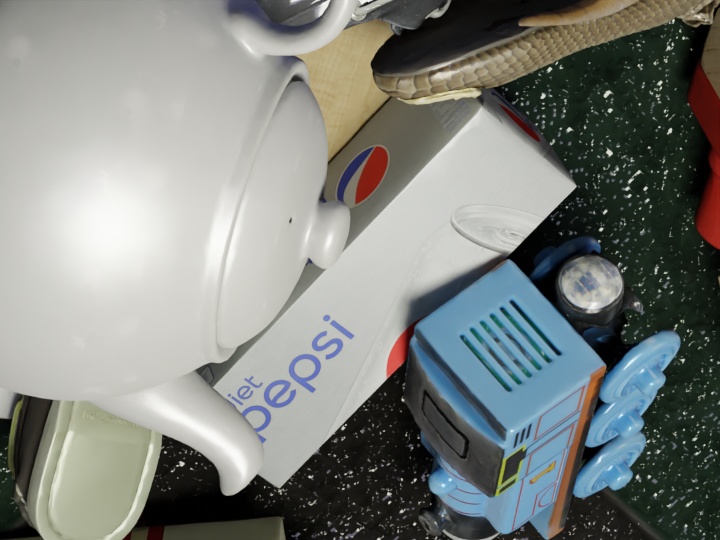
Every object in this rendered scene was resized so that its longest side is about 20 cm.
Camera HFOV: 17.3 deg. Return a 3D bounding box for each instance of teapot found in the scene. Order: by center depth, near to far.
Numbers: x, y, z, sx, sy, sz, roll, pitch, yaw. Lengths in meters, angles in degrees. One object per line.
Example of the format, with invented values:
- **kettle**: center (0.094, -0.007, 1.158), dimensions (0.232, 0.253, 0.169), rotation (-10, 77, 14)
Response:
- **teapot**: center (-0.074, -0.037, 0.908), dimensions (0.145, 0.200, 0.198), rotation (15, 75, 7)

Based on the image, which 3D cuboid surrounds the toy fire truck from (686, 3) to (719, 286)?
- **toy fire truck**: center (0.239, -0.032, 1.130), dimensions (0.175, 0.129, 0.201), rotation (-1, 132, -18)

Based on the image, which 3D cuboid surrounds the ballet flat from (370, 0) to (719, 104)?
- **ballet flat**: center (0.091, -0.106, 1.035), dimensions (0.199, 0.067, 0.047), rotation (-26, 120, -31)

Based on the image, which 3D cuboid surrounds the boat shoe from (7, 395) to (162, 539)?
- **boat shoe**: center (-0.106, 0.022, 1.050), dimensions (0.071, 0.061, 0.202), rotation (20, 96, -31)

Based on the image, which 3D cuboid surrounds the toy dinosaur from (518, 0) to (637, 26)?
- **toy dinosaur**: center (0.142, -0.159, 1.018), dimensions (0.106, 0.060, 0.201), rotation (27, 74, -10)

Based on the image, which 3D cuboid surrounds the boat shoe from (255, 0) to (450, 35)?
- **boat shoe**: center (0.013, -0.134, 0.994), dimensions (0.199, 0.072, 0.068), rotation (-21, 121, -2)

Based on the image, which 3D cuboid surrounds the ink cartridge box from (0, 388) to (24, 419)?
- **ink cartridge box**: center (-0.226, -0.023, 1.017), dimensions (0.199, 0.044, 0.174), rotation (3, 120, -21)

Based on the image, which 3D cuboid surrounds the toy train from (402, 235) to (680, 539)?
- **toy train**: center (0.077, 0.064, 1.107), dimensions (0.114, 0.087, 0.200), rotation (-32, 157, -19)

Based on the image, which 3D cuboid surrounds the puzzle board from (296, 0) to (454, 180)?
- **puzzle board**: center (-0.036, -0.079, 1.063), dimensions (0.150, 0.017, 0.201), rotation (10, 116, -22)

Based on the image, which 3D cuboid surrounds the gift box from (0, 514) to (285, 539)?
- **gift box**: center (-0.094, 0.231, 1.124), dimensions (0.199, 0.187, 0.185), rotation (-1, 120, 0)

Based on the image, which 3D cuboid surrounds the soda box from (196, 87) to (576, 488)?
- **soda box**: center (0.000, 0.000, 1.073), dimensions (0.200, 0.064, 0.068), rotation (-46, 123, 12)
